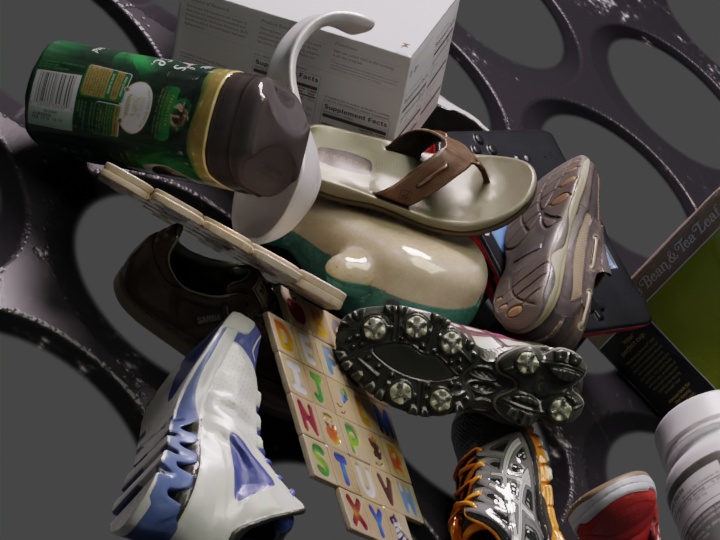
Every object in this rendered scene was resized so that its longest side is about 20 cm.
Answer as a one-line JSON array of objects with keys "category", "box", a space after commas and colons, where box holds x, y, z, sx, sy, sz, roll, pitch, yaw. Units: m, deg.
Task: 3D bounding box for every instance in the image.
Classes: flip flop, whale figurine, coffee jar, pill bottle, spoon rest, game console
[{"category": "flip flop", "box": [0.042, -0.082, 1.729, 0.199, 0.058, 0.081, 14, 51, -2]}, {"category": "whale figurine", "box": [0.000, 0.000, 1.759, 0.199, 0.104, 0.159, 21, 20, 10]}, {"category": "coffee jar", "box": [-0.141, -0.112, 1.631, 0.199, 0.086, 0.104, 12, -5, 23]}, {"category": "pill bottle", "box": [0.318, 0.205, 1.818, 0.113, 0.114, 0.201, 17, 40, -34]}, {"category": "spoon rest", "box": [-0.053, -0.113, 1.687, 0.060, 0.099, 0.201, 28, 74, -28]}, {"category": "game console", "box": [0.149, -0.031, 1.846, 0.176, 0.031, 0.201, -8, 65, -44]}]

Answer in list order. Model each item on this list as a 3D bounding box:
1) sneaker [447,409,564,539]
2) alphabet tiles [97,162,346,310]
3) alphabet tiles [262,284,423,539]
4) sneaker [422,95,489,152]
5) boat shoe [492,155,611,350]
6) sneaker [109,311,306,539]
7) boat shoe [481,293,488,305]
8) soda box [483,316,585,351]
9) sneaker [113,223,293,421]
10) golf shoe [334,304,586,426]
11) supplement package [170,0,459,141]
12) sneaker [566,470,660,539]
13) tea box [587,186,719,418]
[{"category": "sneaker", "box": [0.101, 0.179, 1.658, 0.077, 0.078, 0.201, 7, 43, -27]}, {"category": "alphabet tiles", "box": [-0.102, -0.025, 1.616, 0.199, 0.015, 0.196, 29, -5, -6]}, {"category": "alphabet tiles", "box": [-0.011, 0.110, 1.613, 0.166, 0.006, 0.201, 31, 35, -55]}, {"category": "sneaker", "box": [0.054, -0.141, 1.983, 0.200, 0.080, 0.086, 39, 21, -15]}, {"category": "boat shoe", "box": [0.160, -0.009, 1.772, 0.073, 0.074, 0.201, 45, 43, -23]}, {"category": "sneaker", "box": [-0.093, 0.134, 1.511, 0.115, 0.081, 0.200, 36, 40, -16]}, {"category": "boat shoe", "box": [0.116, -0.015, 1.898, 0.200, 0.072, 0.065, -59, 134, -44]}, {"category": "soda box", "box": [0.138, 0.063, 1.840, 0.071, 0.063, 0.200, 43, 32, 4]}, {"category": "sneaker", "box": [-0.084, 0.041, 1.620, 0.199, 0.076, 0.071, 31, 34, -16]}, {"category": "golf shoe", "box": [0.071, 0.075, 1.680, 0.199, 0.078, 0.088, 15, 1, -11]}, {"category": "supplement package", "box": [-0.038, -0.186, 1.836, 0.199, 0.111, 0.156, 19, 31, 10]}, {"category": "sneaker", "box": [0.202, 0.229, 1.628, 0.071, 0.200, 0.113, -20, 64, -5]}, {"category": "tea box", "box": [0.343, 0.042, 1.954, 0.197, 0.200, 0.133, 47, 33, 7]}]
